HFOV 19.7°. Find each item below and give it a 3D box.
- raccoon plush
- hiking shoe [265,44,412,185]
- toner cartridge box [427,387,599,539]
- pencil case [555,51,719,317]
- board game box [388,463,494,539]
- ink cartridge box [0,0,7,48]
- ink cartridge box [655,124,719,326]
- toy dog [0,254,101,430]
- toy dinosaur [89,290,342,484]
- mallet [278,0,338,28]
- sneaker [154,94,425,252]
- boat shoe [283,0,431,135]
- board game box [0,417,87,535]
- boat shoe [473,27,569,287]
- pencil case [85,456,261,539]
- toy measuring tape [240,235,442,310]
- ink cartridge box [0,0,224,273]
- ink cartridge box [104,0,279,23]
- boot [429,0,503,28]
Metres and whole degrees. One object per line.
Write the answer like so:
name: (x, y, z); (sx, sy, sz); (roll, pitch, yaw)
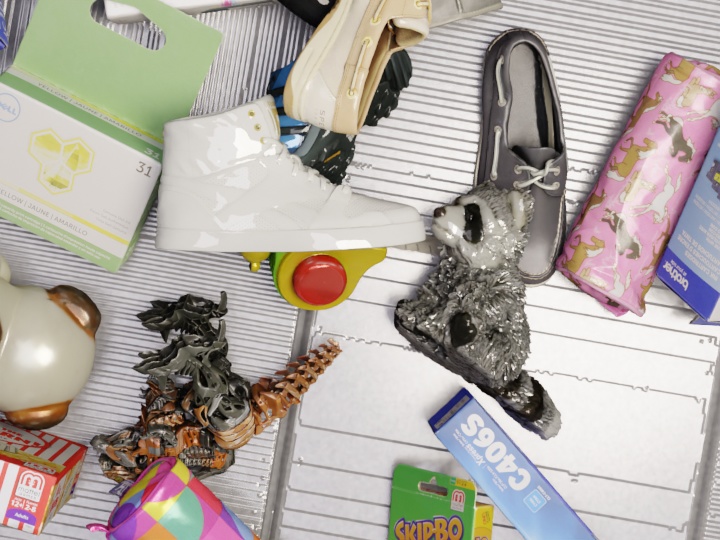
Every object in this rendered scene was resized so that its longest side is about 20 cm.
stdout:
raccoon plush: (0.109, 0.022, 1.582); (0.096, 0.200, 0.134); (21, 73, 41)
hiking shoe: (-0.046, -0.110, 1.595); (0.200, 0.074, 0.087); (-49, 62, 8)
toner cartridge box: (0.133, 0.181, 1.585); (0.043, 0.095, 0.200); (-41, 92, 1)
pencil case: (0.224, -0.065, 1.584); (0.086, 0.083, 0.201); (29, 91, -15)
board game box: (0.056, 0.253, 1.587); (0.030, 0.095, 0.202); (-2, 97, -41)
ink cartridge box: (-0.344, -0.220, 1.533); (0.199, 0.076, 0.137); (-14, 70, 10)
ink cartridge box: (0.311, -0.034, 1.543); (0.136, 0.076, 0.201); (3, 118, -34)
toy dog: (-0.289, 0.037, 1.535); (0.199, 0.193, 0.141); (23, 75, -35)
toy dinosaur: (-0.116, 0.093, 1.591); (0.199, 0.102, 0.136); (-31, 117, -13)
mallet: (0.010, -0.266, 1.535); (0.200, 0.041, 0.066); (-45, 97, -5)
sneaker: (-0.050, -0.071, 1.514); (0.198, 0.074, 0.117); (1, 90, -2)
boat shoe: (0.019, -0.185, 1.513); (0.069, 0.074, 0.201); (27, 79, 13)
board game box: (-0.288, 0.138, 1.522); (0.150, 0.200, 0.047); (18, 91, -2)
boat shoe: (0.125, -0.086, 1.592); (0.072, 0.063, 0.202); (-4, 93, -4)
pencil case: (-0.109, 0.229, 1.569); (0.088, 0.088, 0.200); (-45, 104, 0)
toy measuring tape: (0.000, 0.000, 1.598); (0.198, 0.074, 0.074); (8, 92, -18)
ink cartridge box: (-0.206, -0.117, 1.558); (0.145, 0.048, 0.201); (27, 117, -1)
ink cartridge box: (-0.101, -0.259, 1.580); (0.198, 0.067, 0.118); (-8, 93, -1)
boot: (0.071, -0.294, 1.582); (0.181, 0.073, 0.201); (-20, 88, 7)
